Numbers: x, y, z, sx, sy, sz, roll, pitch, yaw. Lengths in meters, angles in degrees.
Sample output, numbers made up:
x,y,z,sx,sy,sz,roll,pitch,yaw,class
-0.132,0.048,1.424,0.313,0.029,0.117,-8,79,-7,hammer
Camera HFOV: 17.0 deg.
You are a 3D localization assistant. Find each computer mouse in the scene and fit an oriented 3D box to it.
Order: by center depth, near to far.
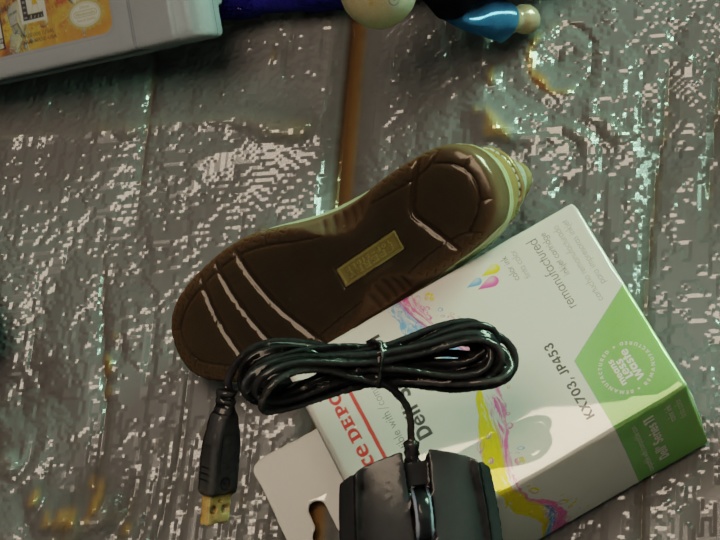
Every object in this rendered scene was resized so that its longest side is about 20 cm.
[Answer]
x,y,z,sx,sy,sz,roll,pitch,yaw,class
-0.001,0.122,1.045,0.140,0.201,0.046,0,16,-10,computer mouse

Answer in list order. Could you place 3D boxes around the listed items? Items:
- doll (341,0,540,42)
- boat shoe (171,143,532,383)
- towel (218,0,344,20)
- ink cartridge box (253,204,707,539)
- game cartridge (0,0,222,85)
x,y,z,sx,sy,sz,roll,pitch,yaw,class
0.071,-0.187,1.233,0.200,0.137,0.048,-34,21,-14,doll
0.000,0.000,1.186,0.199,0.076,0.072,-24,85,26,boat shoe
-0.029,-0.209,1.316,0.199,0.050,0.148,-4,63,16,towel
0.046,0.073,1.128,0.199,0.067,0.117,-30,59,1,ink cartridge box
-0.176,-0.173,1.305,0.199,0.042,0.134,-10,94,23,game cartridge
